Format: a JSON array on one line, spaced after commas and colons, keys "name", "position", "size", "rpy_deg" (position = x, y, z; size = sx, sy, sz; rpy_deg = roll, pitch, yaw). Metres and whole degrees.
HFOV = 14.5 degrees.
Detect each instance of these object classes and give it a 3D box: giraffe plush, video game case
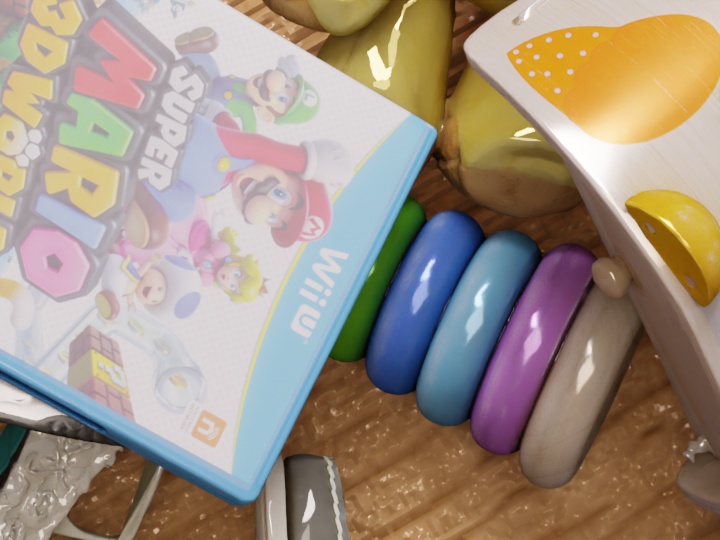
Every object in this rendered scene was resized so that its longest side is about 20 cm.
[{"name": "giraffe plush", "position": [0.057, -0.139, 0.979], "size": [0.172, 0.162, 0.200], "rpy_deg": [9, 125, 3]}, {"name": "video game case", "position": [-0.091, -0.033, 0.903], "size": [0.200, 0.018, 0.143], "rpy_deg": [30, 73, -12]}]

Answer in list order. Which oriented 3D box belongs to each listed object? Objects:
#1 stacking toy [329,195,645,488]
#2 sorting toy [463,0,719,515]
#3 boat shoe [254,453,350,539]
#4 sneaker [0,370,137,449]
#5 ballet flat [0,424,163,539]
[{"name": "stacking toy", "position": [0.000, 0.000, 1.005], "size": [0.200, 0.085, 0.085], "rpy_deg": [25, 86, 8]}, {"name": "sorting toy", "position": [0.161, -0.031, 0.908], "size": [0.180, 0.107, 0.200], "rpy_deg": [-36, 123, -10]}, {"name": "boat shoe", "position": [0.003, 0.158, 0.991], "size": [0.060, 0.072, 0.202], "rpy_deg": [-10, 92, -1]}, {"name": "sneaker", "position": [-0.126, -0.014, 0.940], "size": [0.200, 0.084, 0.121], "rpy_deg": [16, 87, -3]}, {"name": "ballet flat", "position": [-0.116, 0.092, 0.997], "size": [0.072, 0.072, 0.200], "rpy_deg": [33, 87, 2]}]
